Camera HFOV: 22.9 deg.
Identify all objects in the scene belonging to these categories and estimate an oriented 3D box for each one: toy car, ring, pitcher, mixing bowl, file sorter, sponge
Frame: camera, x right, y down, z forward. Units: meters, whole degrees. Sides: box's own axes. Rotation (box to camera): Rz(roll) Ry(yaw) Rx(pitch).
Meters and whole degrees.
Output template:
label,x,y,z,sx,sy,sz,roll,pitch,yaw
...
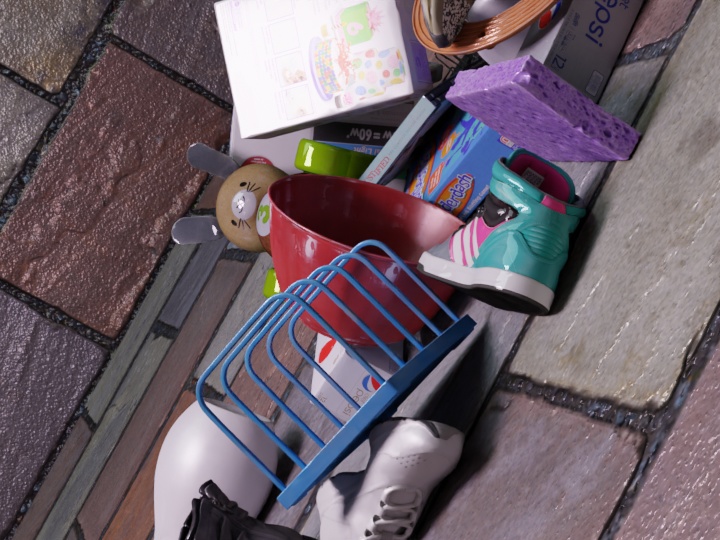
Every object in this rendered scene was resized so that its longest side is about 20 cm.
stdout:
label,x,y,z,sx,sy,sz,roll,pitch,yaw
toy car,-0.104,-0.064,1.847,0.158,0.200,0.165,5,-80,-68
ring,0.132,-0.266,1.588,0.200,0.019,0.201,-29,37,25
pitcher,-0.158,0.238,1.861,0.172,0.121,0.200,7,-78,-87
mixing bowl,0.000,0.000,1.609,0.200,0.200,0.109,-96,21,-70
file sorter,-0.021,0.073,1.422,0.139,0.123,0.200,-49,-6,24
sponge,0.145,-0.128,1.451,0.030,0.111,0.200,-59,12,-5

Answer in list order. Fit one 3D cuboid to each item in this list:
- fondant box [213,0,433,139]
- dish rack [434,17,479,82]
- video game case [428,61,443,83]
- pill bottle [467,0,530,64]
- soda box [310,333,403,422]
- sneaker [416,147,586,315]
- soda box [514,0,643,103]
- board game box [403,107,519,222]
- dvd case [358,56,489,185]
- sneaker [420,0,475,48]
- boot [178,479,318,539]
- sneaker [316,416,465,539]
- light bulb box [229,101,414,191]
label,x,y,z,sx,sy,sz,roll,pitch,yaw
fondant box,-0.038,-0.223,1.787,0.200,0.145,0.058,-13,-3,26
dish rack,0.132,-0.272,1.918,0.200,0.055,0.153,-51,4,37
video game case,-0.023,-0.220,1.929,0.182,0.200,0.023,-40,-43,-74
pill bottle,0.175,-0.286,1.689,0.112,0.112,0.200,-46,19,49
soda box,-0.001,0.067,1.703,0.068,0.064,0.200,-56,12,24
sneaker,0.114,-0.036,1.421,0.121,0.084,0.200,-66,20,-4
soda box,0.205,-0.239,1.565,0.200,0.063,0.068,-64,19,-17
board game box,0.104,-0.112,1.736,0.200,0.045,0.152,-52,14,38
dvd case,0.078,-0.155,1.825,0.146,0.022,0.200,-51,-9,36
sneaker,0.115,-0.280,1.552,0.088,0.077,0.200,11,67,31
boot,-0.095,0.254,1.487,0.070,0.132,0.200,-58,12,8
sneaker,0.025,0.179,1.370,0.200,0.074,0.087,124,157,-50
light bulb box,-0.045,-0.156,1.994,0.200,0.198,0.125,-96,11,-74
